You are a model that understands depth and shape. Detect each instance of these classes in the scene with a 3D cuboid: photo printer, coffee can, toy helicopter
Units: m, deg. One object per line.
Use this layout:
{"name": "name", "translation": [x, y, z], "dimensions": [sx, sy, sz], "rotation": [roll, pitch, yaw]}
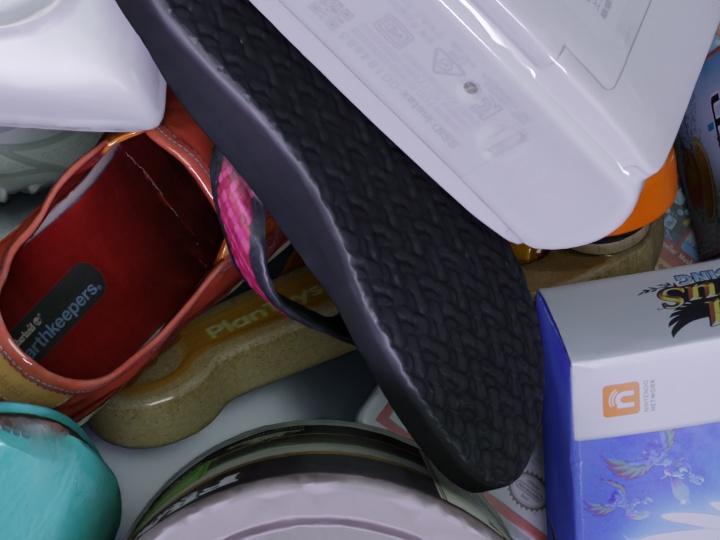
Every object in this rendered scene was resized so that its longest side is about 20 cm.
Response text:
{"name": "photo printer", "translation": [0.043, -0.128, 0.724], "dimensions": [0.166, 0.069, 0.200], "rotation": [43, 47, -19]}
{"name": "coffee can", "translation": [-0.012, 0.123, 0.721], "dimensions": [0.146, 0.200, 0.147], "rotation": [0, 90, -1]}
{"name": "toy helicopter", "translation": [0.000, 0.000, 0.782], "dimensions": [0.200, 0.132, 0.079], "rotation": [-22, 127, -16]}

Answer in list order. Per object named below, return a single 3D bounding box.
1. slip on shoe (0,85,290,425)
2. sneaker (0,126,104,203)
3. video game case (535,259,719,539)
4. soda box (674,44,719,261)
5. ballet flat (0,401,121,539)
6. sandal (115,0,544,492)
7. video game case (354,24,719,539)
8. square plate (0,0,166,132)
{"name": "slip on shoe", "translation": [-0.050, -0.027, 0.728], "dimensions": [0.074, 0.061, 0.200], "rotation": [46, 62, -8]}
{"name": "sneaker", "translation": [-0.123, -0.050, 0.804], "dimensions": [0.199, 0.075, 0.081], "rotation": [14, 93, 2]}
{"name": "video game case", "translation": [0.150, 0.084, 0.773], "dimensions": [0.181, 0.045, 0.200], "rotation": [-9, 122, -5]}
{"name": "soda box", "translation": [0.150, -0.049, 0.742], "dimensions": [0.068, 0.200, 0.064], "rotation": [-11, 86, -8]}
{"name": "ballet flat", "translation": [-0.109, 0.096, 0.721], "dimensions": [0.067, 0.200, 0.071], "rotation": [7, 71, -11]}
{"name": "sandal", "translation": [-0.014, -0.023, 0.699], "dimensions": [0.200, 0.045, 0.075], "rotation": [55, 38, -8]}
{"name": "video game case", "translation": [0.112, 0.014, 0.843], "dimensions": [0.143, 0.017, 0.200], "rotation": [37, 83, -1]}
{"name": "square plate", "translation": [-0.150, -0.141, 0.676], "dimensions": [0.199, 0.028, 0.199], "rotation": [1, 88, -10]}
